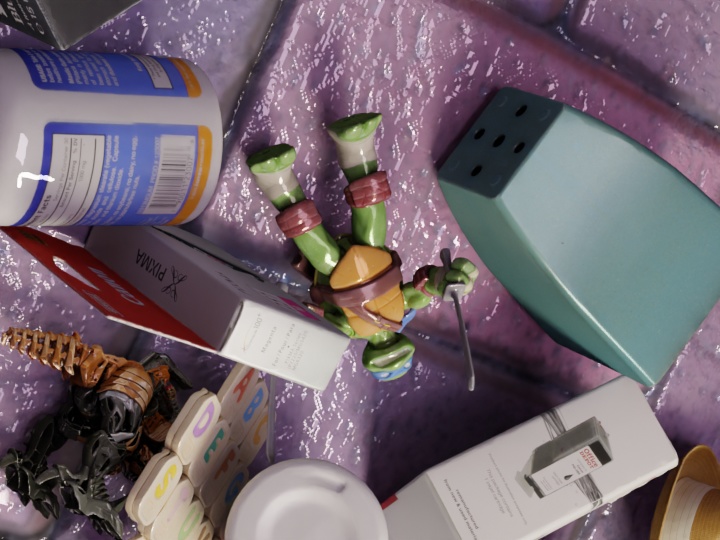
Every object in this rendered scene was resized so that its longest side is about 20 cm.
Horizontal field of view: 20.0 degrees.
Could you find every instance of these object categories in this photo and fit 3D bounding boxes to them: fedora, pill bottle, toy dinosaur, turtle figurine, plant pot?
[{"bbox_3d":[0.308,0.248,1.741,0.200,0.082,0.201,-18,111,-60],"label":"fedora"},{"bbox_3d":[-0.041,0.198,1.449,0.111,0.200,0.112,1,79,-3],"label":"pill bottle"},{"bbox_3d":[-0.181,0.104,1.407,0.200,0.102,0.136,38,69,-20],"label":"toy dinosaur"},{"bbox_3d":[-0.197,-0.084,1.292,0.199,0.112,0.112,-1,108,-33],"label":"pill bottle"},{"bbox_3d":[0.000,0.000,1.423,0.200,0.143,0.195,-45,117,-61],"label":"turtle figurine"},{"bbox_3d":[0.165,-0.038,1.544,0.200,0.141,0.141,41,83,-31],"label":"plant pot"}]

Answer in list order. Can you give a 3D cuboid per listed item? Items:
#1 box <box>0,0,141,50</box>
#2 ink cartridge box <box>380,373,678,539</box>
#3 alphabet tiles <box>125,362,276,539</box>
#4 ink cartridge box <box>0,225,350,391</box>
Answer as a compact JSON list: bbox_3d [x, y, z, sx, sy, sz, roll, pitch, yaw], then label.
[{"bbox_3d":[-0.208,-0.252,1.164,0.117,0.200,0.197,-36,124,-19],"label":"box"},{"bbox_3d":[0.123,0.169,1.580,0.200,0.147,0.083,-23,79,-27],"label":"ink cartridge box"},{"bbox_3d":[-0.115,0.161,1.430,0.196,0.015,0.200,-58,160,-21],"label":"alphabet tiles"},{"bbox_3d":[-0.128,0.003,1.316,0.173,0.200,0.044,23,96,-39],"label":"ink cartridge box"}]
